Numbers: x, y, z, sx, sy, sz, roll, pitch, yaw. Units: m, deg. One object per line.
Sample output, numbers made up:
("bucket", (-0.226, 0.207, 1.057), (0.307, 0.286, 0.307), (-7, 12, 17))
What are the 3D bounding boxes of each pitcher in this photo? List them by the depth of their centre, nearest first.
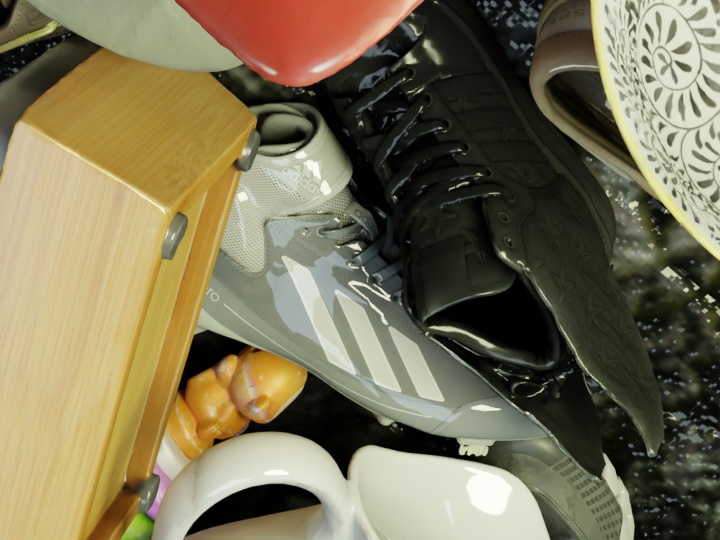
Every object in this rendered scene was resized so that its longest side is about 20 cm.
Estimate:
("pitcher", (-0.047, 0.138, 0.960), (0.200, 0.122, 0.171), (-37, 132, 27))

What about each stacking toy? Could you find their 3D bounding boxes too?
("stacking toy", (-0.106, 0.079, 1.032), (0.199, 0.116, 0.110), (-27, 111, 15))

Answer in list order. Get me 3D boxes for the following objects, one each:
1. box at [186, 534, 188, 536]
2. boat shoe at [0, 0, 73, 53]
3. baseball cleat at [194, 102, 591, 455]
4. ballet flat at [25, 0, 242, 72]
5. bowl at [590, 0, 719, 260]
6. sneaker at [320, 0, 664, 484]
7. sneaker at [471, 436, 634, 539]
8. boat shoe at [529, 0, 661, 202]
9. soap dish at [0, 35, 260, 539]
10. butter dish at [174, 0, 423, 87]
("box", (-0.037, 0.204, 1.115), (0.200, 0.064, 0.070), (39, 126, -15))
("boat shoe", (-0.128, -0.110, 0.880), (0.199, 0.060, 0.072), (-14, 108, 5))
("baseball cleat", (0.000, 0.000, 0.949), (0.199, 0.070, 0.107), (17, 129, 1))
("ballet flat", (-0.109, -0.132, 0.813), (0.200, 0.068, 0.064), (33, 159, -10))
("bowl", (0.160, -0.071, 0.811), (0.200, 0.201, 0.094), (24, 166, -4))
("sneaker", (0.039, -0.022, 0.900), (0.060, 0.104, 0.200), (-32, 113, 32))
("sneaker", (0.078, 0.149, 1.026), (0.066, 0.091, 0.201), (0, 126, 14))
("boat shoe", (0.146, -0.032, 0.888), (0.200, 0.065, 0.072), (32, 127, -10))
("soap dish", (-0.105, 0.024, 0.880), (0.081, 0.157, 0.201), (19, 109, 4))
("butter dish", (0.001, -0.166, 0.773), (0.199, 0.148, 0.200), (-45, 69, 2))
